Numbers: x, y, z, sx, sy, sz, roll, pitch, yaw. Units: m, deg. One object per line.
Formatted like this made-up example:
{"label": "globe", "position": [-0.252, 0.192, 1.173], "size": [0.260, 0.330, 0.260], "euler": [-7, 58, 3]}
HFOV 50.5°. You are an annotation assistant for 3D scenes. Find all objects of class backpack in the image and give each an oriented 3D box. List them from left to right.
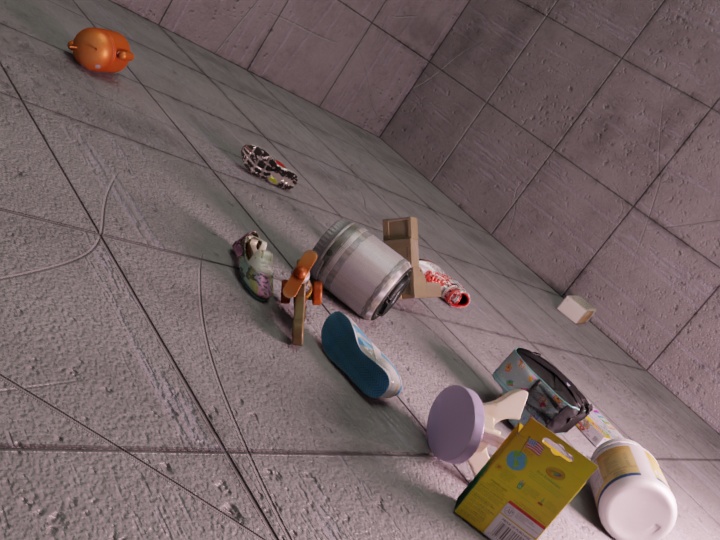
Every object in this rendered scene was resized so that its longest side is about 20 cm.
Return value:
{"label": "backpack", "position": [0.384, 0.271, 1.682], "size": [0.200, 0.153, 0.176], "euler": [53, 20, 24]}

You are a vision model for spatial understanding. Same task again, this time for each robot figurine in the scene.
{"label": "robot figurine", "position": [-0.705, -0.598, 2.075], "size": [0.144, 0.117, 0.200], "euler": [49, 15, -3]}

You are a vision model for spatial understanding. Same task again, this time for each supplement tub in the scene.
{"label": "supplement tub", "position": [0.538, 0.436, 1.531], "size": [0.145, 0.145, 0.200], "euler": [34, 16, -1]}

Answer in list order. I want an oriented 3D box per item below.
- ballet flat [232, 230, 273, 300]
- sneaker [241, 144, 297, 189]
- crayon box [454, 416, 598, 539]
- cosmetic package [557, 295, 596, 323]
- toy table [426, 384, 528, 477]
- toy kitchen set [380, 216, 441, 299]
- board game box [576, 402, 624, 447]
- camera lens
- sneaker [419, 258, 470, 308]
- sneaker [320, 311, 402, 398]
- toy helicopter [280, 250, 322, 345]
{"label": "ballet flat", "position": [-0.204, -0.021, 1.498], "size": [0.069, 0.071, 0.200], "euler": [26, 19, -31]}
{"label": "sneaker", "position": [-0.270, -0.296, 2.173], "size": [0.200, 0.077, 0.085], "euler": [35, 7, -40]}
{"label": "crayon box", "position": [0.254, 0.329, 1.174], "size": [0.127, 0.200, 0.051], "euler": [37, 16, 6]}
{"label": "cosmetic package", "position": [0.898, 0.161, 3.168], "size": [0.105, 0.071, 0.200], "euler": [43, 18, 24]}
{"label": "toy table", "position": [0.202, 0.274, 1.301], "size": [0.117, 0.184, 0.200], "euler": [21, 9, -12]}
{"label": "toy kitchen set", "position": [0.095, -0.025, 1.972], "size": [0.163, 0.200, 0.180], "euler": [-4, -3, 28]}
{"label": "board game box", "position": [0.590, 0.384, 1.985], "size": [0.134, 0.034, 0.200], "euler": [21, 21, -41]}
{"label": "camera lens", "position": [0.000, 0.000, 1.682], "size": [0.200, 0.160, 0.160], "euler": [37, 16, 10]}
{"label": "sneaker", "position": [0.231, 0.039, 2.198], "size": [0.201, 0.067, 0.108], "euler": [30, 14, -26]}
{"label": "sneaker", "position": [-0.001, 0.158, 1.405], "size": [0.200, 0.077, 0.081], "euler": [52, 14, 30]}
{"label": "toy helicopter", "position": [-0.109, 0.053, 1.405], "size": [0.079, 0.132, 0.200], "euler": [4, 40, -4]}
